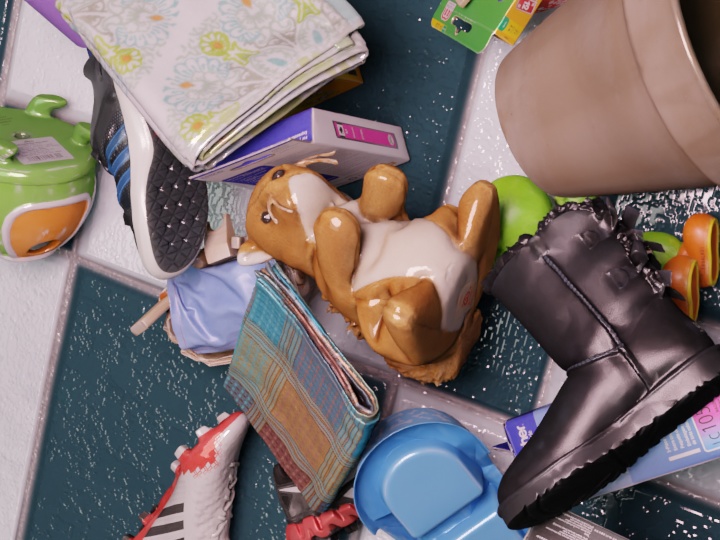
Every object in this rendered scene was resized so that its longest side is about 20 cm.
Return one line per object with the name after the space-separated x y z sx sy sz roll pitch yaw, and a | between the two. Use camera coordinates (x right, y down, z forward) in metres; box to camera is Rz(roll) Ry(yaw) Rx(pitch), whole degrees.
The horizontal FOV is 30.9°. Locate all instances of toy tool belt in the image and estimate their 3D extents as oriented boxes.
-0.092 0.010 1.112 0.200 0.123 0.125 -24 86 27 | toy tool belt

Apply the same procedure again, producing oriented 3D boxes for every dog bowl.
0.072 0.189 1.026 0.111 0.050 0.200 -36 112 6 | dog bowl

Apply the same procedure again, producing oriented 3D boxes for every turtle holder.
-0.337 -0.090 1.231 0.185 0.141 0.132 19 119 17 | turtle holder

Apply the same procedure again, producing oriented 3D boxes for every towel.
-0.112 -0.188 0.986 0.171 0.048 0.200 -36 68 -10 | towel
-0.051 0.099 1.014 0.147 0.022 0.200 52 151 18 | towel

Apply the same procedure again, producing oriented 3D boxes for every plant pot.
0.197 -0.132 0.922 0.173 0.200 0.200 -20 83 37 | plant pot

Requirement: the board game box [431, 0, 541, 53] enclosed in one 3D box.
0.130 -0.254 0.973 0.200 0.030 0.096 -55 32 8 | board game box

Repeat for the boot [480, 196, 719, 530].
0.139 0.057 0.881 0.198 0.073 0.163 -40 62 11 | boot

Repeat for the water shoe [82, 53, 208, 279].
-0.179 -0.091 1.075 0.079 0.071 0.200 -7 90 45 | water shoe

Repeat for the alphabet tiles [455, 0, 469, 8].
0.109 -0.297 0.993 0.166 0.006 0.200 -47 39 22 | alphabet tiles

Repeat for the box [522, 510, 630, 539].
0.220 0.254 0.932 0.200 0.193 0.048 23 71 24 | box

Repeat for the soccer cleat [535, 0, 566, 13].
0.184 -0.235 0.987 0.200 0.085 0.069 -28 46 44 | soccer cleat

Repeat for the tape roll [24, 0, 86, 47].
-0.202 -0.289 1.121 0.200 0.066 0.200 -33 35 27 | tape roll

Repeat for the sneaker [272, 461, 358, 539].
0.003 0.164 1.101 0.200 0.071 0.098 -30 81 27 | sneaker

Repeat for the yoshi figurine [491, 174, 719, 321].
0.165 -0.023 0.993 0.200 0.112 0.112 6 80 30 | yoshi figurine

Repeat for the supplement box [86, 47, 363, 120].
-0.118 -0.179 1.124 0.200 0.109 0.109 -19 84 28 | supplement box

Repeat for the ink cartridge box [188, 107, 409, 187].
-0.046 -0.094 1.040 0.095 0.200 0.037 -18 84 27 | ink cartridge box

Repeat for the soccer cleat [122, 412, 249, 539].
-0.142 0.212 1.181 0.085 0.069 0.200 39 113 11 | soccer cleat

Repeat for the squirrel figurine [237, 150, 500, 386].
0.000 0.000 1.003 0.186 0.200 0.142 21 65 23 | squirrel figurine

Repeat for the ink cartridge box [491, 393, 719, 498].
0.198 0.117 0.958 0.200 0.136 0.076 -25 79 27 | ink cartridge box
